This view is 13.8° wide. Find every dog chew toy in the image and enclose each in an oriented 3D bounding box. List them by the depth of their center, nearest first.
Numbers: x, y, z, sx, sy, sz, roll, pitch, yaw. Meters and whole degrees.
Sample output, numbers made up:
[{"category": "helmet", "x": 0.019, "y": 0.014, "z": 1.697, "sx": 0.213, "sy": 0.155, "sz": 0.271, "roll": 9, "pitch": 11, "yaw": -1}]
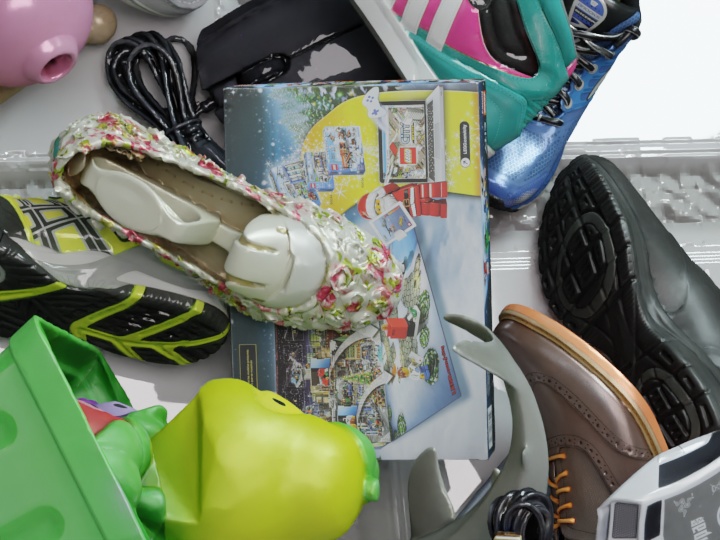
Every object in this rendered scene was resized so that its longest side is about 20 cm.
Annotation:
[{"category": "dog chew toy", "x": -0.211, "y": -0.178, "z": 1.579, "sx": 0.125, "sy": 0.125, "sz": 0.200, "roll": -28, "pitch": 64, "yaw": -19}]

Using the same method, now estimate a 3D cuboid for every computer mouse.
[{"category": "computer mouse", "x": 0.152, "y": 0.131, "z": 1.525, "sx": 0.200, "sy": 0.044, "sz": 0.110, "roll": -22, "pitch": 116, "yaw": -18}, {"category": "computer mouse", "x": -0.027, "y": -0.111, "z": 1.654, "sx": 0.200, "sy": 0.053, "sz": 0.139, "roll": -28, "pitch": 81, "yaw": -19}]

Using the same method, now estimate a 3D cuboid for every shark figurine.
[{"category": "shark figurine", "x": 0.056, "y": 0.130, "z": 1.517, "sx": 0.128, "sy": 0.215, "sz": 0.090, "roll": 29, "pitch": 34, "yaw": 3}]

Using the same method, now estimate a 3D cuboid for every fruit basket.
[{"category": "fruit basket", "x": -0.102, "y": 0.094, "z": 1.490, "sx": 0.216, "sy": 0.216, "sz": 0.156, "roll": -25, "pitch": 82, "yaw": -18}]

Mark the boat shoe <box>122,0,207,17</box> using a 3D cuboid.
[{"category": "boat shoe", "x": -0.107, "y": -0.194, "z": 1.583, "sx": 0.069, "sy": 0.200, "sz": 0.072, "roll": 33, "pitch": 68, "yaw": 29}]

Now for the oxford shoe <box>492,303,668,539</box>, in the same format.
[{"category": "oxford shoe", "x": 0.125, "y": 0.108, "z": 1.579, "sx": 0.073, "sy": 0.071, "sz": 0.200, "roll": -36, "pitch": 85, "yaw": -16}]

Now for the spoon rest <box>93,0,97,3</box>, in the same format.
[{"category": "spoon rest", "x": -0.108, "y": -0.243, "z": 1.671, "sx": 0.099, "sy": 0.061, "sz": 0.200, "roll": 33, "pitch": 70, "yaw": -2}]

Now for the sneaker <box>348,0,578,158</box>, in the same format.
[{"category": "sneaker", "x": 0.052, "y": -0.167, "z": 1.595, "sx": 0.121, "sy": 0.084, "sz": 0.200, "roll": -34, "pitch": 101, "yaw": 6}]

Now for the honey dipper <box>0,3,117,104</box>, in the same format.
[{"category": "honey dipper", "x": -0.196, "y": -0.094, "z": 1.590, "sx": 0.038, "sy": 0.038, "sz": 0.200, "roll": 46, "pitch": 50, "yaw": 3}]

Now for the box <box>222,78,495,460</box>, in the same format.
[{"category": "box", "x": 0.000, "y": 0.000, "z": 1.575, "sx": 0.137, "sy": 0.038, "sz": 0.200, "roll": 0, "pitch": 95, "yaw": 9}]

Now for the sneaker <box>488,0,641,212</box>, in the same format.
[{"category": "sneaker", "x": 0.106, "y": -0.126, "z": 1.668, "sx": 0.079, "sy": 0.089, "sz": 0.200, "roll": 26, "pitch": 71, "yaw": -7}]

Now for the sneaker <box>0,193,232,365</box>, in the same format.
[{"category": "sneaker", "x": -0.165, "y": -0.009, "z": 1.593, "sx": 0.200, "sy": 0.075, "sz": 0.076, "roll": 17, "pitch": 50, "yaw": -10}]

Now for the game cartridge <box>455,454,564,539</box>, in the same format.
[{"category": "game cartridge", "x": 0.152, "y": 0.170, "z": 1.620, "sx": 0.200, "sy": 0.041, "sz": 0.133, "roll": 41, "pitch": 73, "yaw": 1}]

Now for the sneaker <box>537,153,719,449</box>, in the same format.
[{"category": "sneaker", "x": 0.168, "y": 0.024, "z": 1.654, "sx": 0.091, "sy": 0.076, "sz": 0.200, "roll": -7, "pitch": 64, "yaw": -42}]

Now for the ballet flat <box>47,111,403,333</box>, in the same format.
[{"category": "ballet flat", "x": -0.076, "y": -0.018, "z": 1.534, "sx": 0.200, "sy": 0.064, "sz": 0.076, "roll": 23, "pitch": 105, "yaw": 6}]
